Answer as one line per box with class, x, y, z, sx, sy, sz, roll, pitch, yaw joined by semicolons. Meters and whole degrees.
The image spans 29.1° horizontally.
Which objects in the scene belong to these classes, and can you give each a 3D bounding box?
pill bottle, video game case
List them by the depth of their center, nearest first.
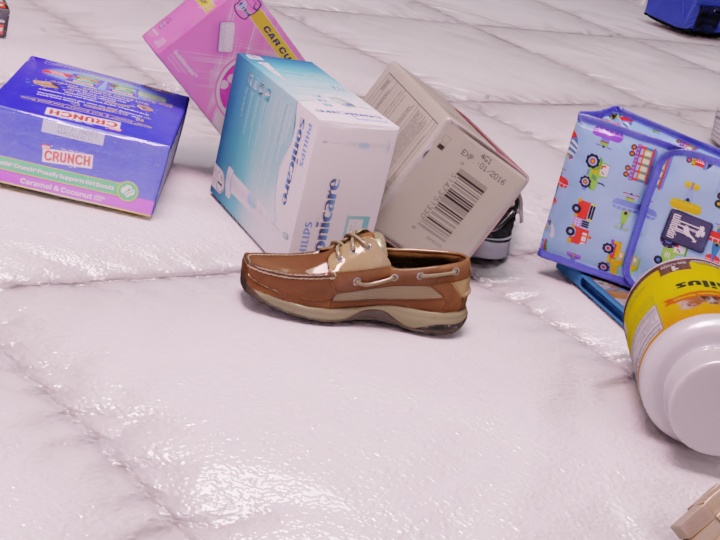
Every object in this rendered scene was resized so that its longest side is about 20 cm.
pill bottle;0.272;0.069;1.108;0.109;0.110;0.200;14;20;0
video game case;0.296;0.035;1.348;0.143;0.018;0.200;5;22;-23

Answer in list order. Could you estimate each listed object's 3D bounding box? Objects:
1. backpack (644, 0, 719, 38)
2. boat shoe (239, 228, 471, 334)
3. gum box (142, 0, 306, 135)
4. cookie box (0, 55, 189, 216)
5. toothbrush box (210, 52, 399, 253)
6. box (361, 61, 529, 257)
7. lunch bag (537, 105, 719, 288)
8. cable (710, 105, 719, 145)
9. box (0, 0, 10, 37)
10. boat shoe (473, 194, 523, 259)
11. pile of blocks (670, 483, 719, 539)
backpack;0.809;-0.637;3.279;0.200;0.168;0.163;4;29;-36
boat shoe;0.000;0.000;1.158;0.199;0.074;0.076;7;21;-19
gum box;-0.112;-0.190;1.404;0.200;0.113;0.066;52;-1;-34
cookie box;-0.262;-0.132;1.330;0.171;0.075;0.200;14;19;-6
toothbrush box;-0.057;-0.101;1.285;0.085;0.147;0.200;3;22;-28
box;0.058;-0.100;1.348;0.109;0.128;0.200;33;12;-24
lunch bag;0.293;-0.054;1.335;0.200;0.151;0.094;25;23;28
cable;0.646;-0.207;2.159;0.199;0.069;0.200;17;19;11
box;-0.552;-0.344;1.756;0.199;0.038;0.137;5;22;-23
boat shoe;0.135;-0.066;1.435;0.073;0.068;0.199;19;21;13
pile of blocks;0.258;0.200;0.848;0.062;0.082;0.200;-38;26;-9
